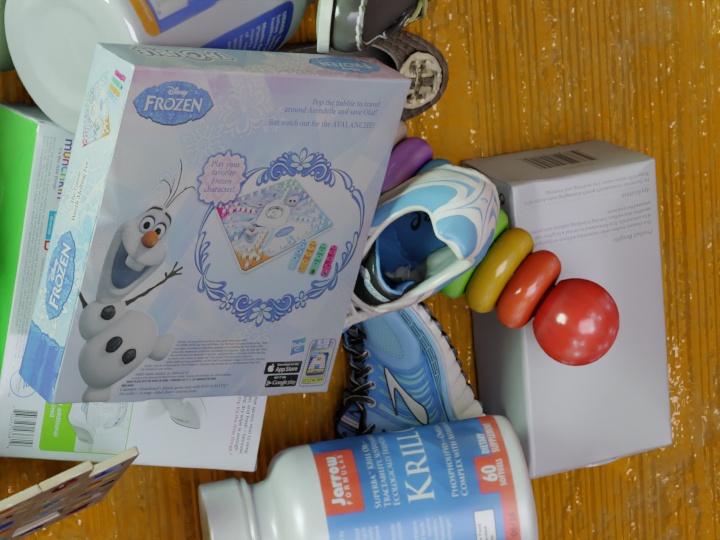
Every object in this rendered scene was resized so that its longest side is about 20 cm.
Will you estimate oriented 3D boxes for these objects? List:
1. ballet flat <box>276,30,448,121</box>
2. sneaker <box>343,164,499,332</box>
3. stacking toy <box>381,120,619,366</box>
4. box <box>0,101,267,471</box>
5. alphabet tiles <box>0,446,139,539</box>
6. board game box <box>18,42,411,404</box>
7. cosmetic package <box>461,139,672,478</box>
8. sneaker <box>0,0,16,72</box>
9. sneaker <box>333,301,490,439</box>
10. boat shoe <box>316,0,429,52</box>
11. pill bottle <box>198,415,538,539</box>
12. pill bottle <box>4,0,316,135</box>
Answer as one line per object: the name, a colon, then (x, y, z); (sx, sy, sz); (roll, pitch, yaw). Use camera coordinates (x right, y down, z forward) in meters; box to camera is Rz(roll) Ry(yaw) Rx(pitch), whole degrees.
ballet flat: (-0.032, -0.117, 1.657); (0.199, 0.046, 0.068); (0, 103, -25)
sneaker: (0.000, 0.000, 1.609); (0.072, 0.200, 0.073); (50, 39, -11)
stacking toy: (0.075, -0.011, 1.658); (0.199, 0.085, 0.086); (33, 87, 9)
box: (-0.140, 0.011, 1.610); (0.175, 0.097, 0.202); (4, 100, -26)
alphabet tiles: (-0.214, 0.151, 1.563); (0.166, 0.200, 0.008); (-24, 82, -18)
board game box: (-0.081, -0.026, 1.509); (0.199, 0.043, 0.200); (0, 115, -40)
cosmetic package: (0.135, 0.024, 1.750); (0.112, 0.081, 0.202); (-9, 107, -22)
sneaker: (-0.222, -0.213, 1.542); (0.089, 0.067, 0.201); (-26, 111, -27)
sneaker: (0.018, 0.073, 1.710); (0.090, 0.078, 0.201); (-33, 111, -8)
boat shoe: (0.019, -0.179, 1.584); (0.060, 0.201, 0.072); (14, 119, 6)
pill bottle: (0.003, 0.158, 1.656); (0.198, 0.112, 0.113); (-9, 106, -8)
pill bottle: (-0.102, -0.162, 1.553); (0.200, 0.112, 0.113); (-34, 117, -43)
